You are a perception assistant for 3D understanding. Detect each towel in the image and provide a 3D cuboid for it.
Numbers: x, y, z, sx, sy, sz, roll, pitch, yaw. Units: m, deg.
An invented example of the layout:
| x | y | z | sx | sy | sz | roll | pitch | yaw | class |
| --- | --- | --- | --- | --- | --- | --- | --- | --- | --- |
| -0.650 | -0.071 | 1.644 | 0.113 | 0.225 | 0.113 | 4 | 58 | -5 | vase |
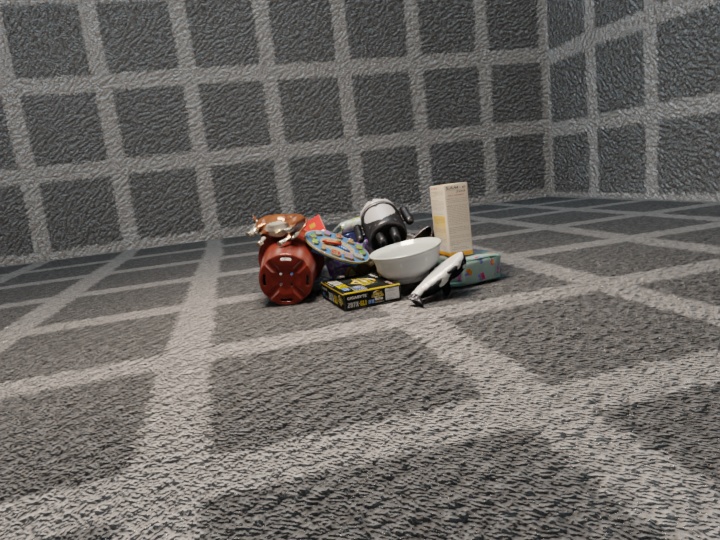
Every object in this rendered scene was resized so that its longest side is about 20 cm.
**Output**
| x | y | z | sx | sy | sz | roll | pitch | yaw | class |
| --- | --- | --- | --- | --- | --- | --- | --- | --- | --- |
| -0.003 | -0.154 | 1.837 | 0.171 | 0.048 | 0.200 | -20 | -1 | -13 | towel |

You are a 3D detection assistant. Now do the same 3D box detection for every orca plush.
| x | y | z | sx | sy | sz | roll | pitch | yaw | class |
| --- | --- | --- | --- | --- | --- | --- | --- | --- | --- |
| 0.208 | 0.037 | 1.344 | 0.105 | 0.071 | 0.200 | -20 | 18 | 50 | orca plush |

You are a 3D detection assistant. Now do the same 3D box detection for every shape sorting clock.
| x | y | z | sx | sy | sz | roll | pitch | yaw | class |
| --- | --- | --- | --- | --- | --- | --- | --- | --- | --- |
| -0.066 | -0.072 | 1.538 | 0.200 | 0.039 | 0.200 | 19 | 25 | -9 | shape sorting clock |

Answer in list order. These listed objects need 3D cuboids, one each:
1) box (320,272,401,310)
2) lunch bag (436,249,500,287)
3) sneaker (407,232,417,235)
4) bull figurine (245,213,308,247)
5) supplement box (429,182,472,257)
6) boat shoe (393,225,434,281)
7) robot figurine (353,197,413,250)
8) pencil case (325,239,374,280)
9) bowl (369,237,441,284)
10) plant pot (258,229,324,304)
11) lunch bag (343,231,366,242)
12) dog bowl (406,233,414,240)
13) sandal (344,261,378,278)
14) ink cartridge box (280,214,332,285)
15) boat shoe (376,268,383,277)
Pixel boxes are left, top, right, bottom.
| x | y | z | sx | sy | sz | roll | pitch | yaw | class |
| --- | --- | --- | --- | --- | --- | --- | --- | --- | --- |
| -0.003 | 0.054 | 1.434 | 0.159 | 0.049 | 0.200 | -12 | 12 | -18 | box |
| 0.290 | -0.008 | 1.514 | 0.200 | 0.077 | 0.160 | -11 | 10 | -24 | lunch bag |
| 0.154 | -0.073 | 1.835 | 0.073 | 0.112 | 0.200 | 1 | 13 | 38 | sneaker |
| -0.246 | -0.118 | 1.494 | 0.200 | 0.065 | 0.122 | -7 | 32 | 25 | bull figurine |
| 0.258 | -0.146 | 1.512 | 0.073 | 0.201 | 0.126 | -8 | 9 | -9 | supplement box |
| 0.155 | -0.050 | 1.561 | 0.072 | 0.200 | 0.065 | 31 | -18 | 17 | boat shoe |
| 0.068 | -0.135 | 1.611 | 0.150 | 0.125 | 0.200 | 9 | 37 | -23 | robot figurine |
| -0.019 | -0.041 | 1.688 | 0.200 | 0.084 | 0.086 | -24 | 18 | -2 | pencil case |
| 0.130 | -0.021 | 1.446 | 0.201 | 0.091 | 0.201 | -14 | 13 | 3 | bowl |
| -0.205 | -0.005 | 1.518 | 0.200 | 0.201 | 0.195 | -6 | 19 | 0 | plant pot |
| 0.000 | -0.063 | 1.832 | 0.200 | 0.133 | 0.136 | -15 | -3 | -39 | lunch bag |
| 0.194 | -0.064 | 1.695 | 0.200 | 0.059 | 0.200 | 20 | 10 | -4 | dog bowl |
| 0.000 | 0.000 | 1.612 | 0.054 | 0.081 | 0.200 | 23 | 17 | 24 | sandal |
| -0.189 | -0.068 | 1.680 | 0.200 | 0.176 | 0.045 | -32 | -26 | 9 | ink cartridge box |
| 0.102 | -0.007 | 1.647 | 0.065 | 0.072 | 0.200 | -5 | 4 | 35 | boat shoe |
